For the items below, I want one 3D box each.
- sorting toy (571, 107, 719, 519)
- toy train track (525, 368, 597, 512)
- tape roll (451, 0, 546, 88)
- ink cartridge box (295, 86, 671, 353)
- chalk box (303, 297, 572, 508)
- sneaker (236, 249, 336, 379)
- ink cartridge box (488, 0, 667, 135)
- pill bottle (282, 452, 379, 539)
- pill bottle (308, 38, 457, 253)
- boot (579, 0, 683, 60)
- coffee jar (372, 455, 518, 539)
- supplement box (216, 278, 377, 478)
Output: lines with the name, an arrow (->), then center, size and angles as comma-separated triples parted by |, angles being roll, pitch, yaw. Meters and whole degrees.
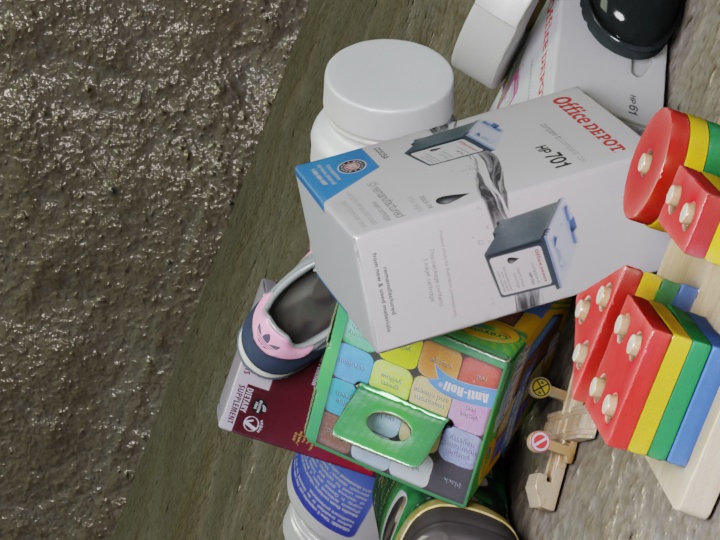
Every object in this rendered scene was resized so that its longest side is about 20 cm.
sorting toy -> 0.179, 0.007, 1.352 | 0.199, 0.070, 0.200 | -107, 36, -73
toy train track -> 0.137, 0.059, 1.594 | 0.115, 0.032, 0.200 | 148, 140, -75
tape roll -> 0.130, -0.222, 1.707 | 0.203, 0.037, 0.203 | -57, -6, -9
ink cartridge box -> 0.077, -0.034, 1.508 | 0.146, 0.200, 0.086 | -130, 24, -64
chalk box -> 0.048, 0.062, 1.601 | 0.200, 0.125, 0.124 | -48, -23, -57
sneaker -> 0.000, 0.000, 1.695 | 0.200, 0.070, 0.082 | -45, -3, -17
ink cartridge box -> 0.138, -0.089, 1.698 | 0.145, 0.085, 0.200 | -81, 14, -46
pill bottle -> 0.007, 0.151, 1.911 | 0.112, 0.112, 0.200 | -83, 15, -47
pill bottle -> 0.019, -0.067, 1.820 | 0.114, 0.114, 0.200 | -84, -3, -51
boot -> 0.215, -0.260, 1.616 | 0.163, 0.073, 0.198 | 117, 172, -54
coffee jar -> 0.058, 0.180, 1.656 | 0.200, 0.085, 0.104 | -94, 22, -67
supplement box -> 0.005, 0.091, 1.769 | 0.061, 0.200, 0.109 | -114, 42, -78
